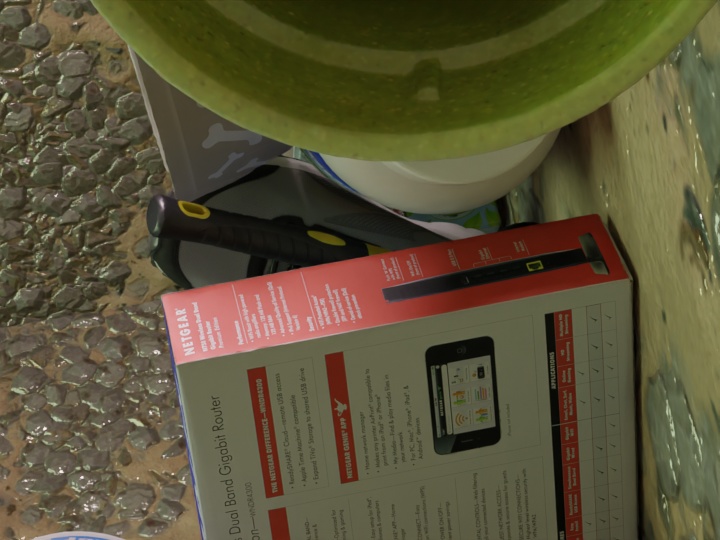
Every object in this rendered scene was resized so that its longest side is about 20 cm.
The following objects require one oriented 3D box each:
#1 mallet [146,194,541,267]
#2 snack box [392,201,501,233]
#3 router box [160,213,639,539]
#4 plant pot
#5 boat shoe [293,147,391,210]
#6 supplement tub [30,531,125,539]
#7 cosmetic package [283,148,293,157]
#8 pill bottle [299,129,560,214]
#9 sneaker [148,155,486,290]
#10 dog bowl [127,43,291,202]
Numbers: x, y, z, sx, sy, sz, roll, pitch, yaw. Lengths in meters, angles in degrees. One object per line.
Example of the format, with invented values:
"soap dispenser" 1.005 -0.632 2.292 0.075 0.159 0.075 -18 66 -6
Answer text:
"mallet" 0.006 -0.009 0.960 0.041 0.200 0.066 -59 24 32
"snack box" 0.030 -0.061 1.269 0.200 0.053 0.143 100 161 -76
"router box" 0.022 0.085 0.949 0.049 0.179 0.200 -108 10 -54
"plant pot" 0.013 -0.157 0.676 0.184 0.200 0.201 -85 -12 -67
"boat shoe" 0.020 -0.112 1.122 0.062 0.072 0.200 -78 8 -55
"supplement tub" -0.121 0.184 0.980 0.200 0.132 0.132 -164 64 -83
"cosmetic package" -0.044 -0.104 1.324 0.104 0.073 0.201 -137 43 -85
"pill bottle" 0.025 -0.080 0.969 0.200 0.112 0.112 -142 43 -83
"sneaker" 0.000 0.000 1.066 0.079 0.200 0.074 -137 64 -67
"dog bowl" -0.079 -0.128 0.992 0.200 0.059 0.201 164 90 -85
